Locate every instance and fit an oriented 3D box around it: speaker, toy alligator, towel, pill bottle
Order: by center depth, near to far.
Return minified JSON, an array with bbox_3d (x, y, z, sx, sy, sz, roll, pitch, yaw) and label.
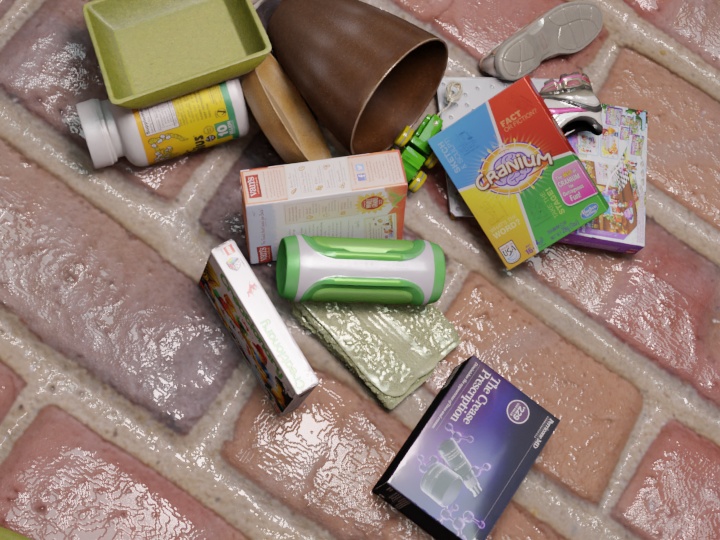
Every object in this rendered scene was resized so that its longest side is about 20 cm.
[{"bbox_3d":[0.000,0.000,1.652,0.199,0.088,0.089,2,72,-14],"label":"speaker"},{"bbox_3d":[-0.247,-0.195,1.675,0.199,0.113,0.113,-18,77,-9],"label":"pill bottle"},{"bbox_3d":[0.020,0.062,1.703,0.200,0.036,0.148,45,67,3],"label":"towel"},{"bbox_3d":[0.076,-0.166,1.779,0.059,0.054,0.201,36,69,-10],"label":"toy alligator"}]

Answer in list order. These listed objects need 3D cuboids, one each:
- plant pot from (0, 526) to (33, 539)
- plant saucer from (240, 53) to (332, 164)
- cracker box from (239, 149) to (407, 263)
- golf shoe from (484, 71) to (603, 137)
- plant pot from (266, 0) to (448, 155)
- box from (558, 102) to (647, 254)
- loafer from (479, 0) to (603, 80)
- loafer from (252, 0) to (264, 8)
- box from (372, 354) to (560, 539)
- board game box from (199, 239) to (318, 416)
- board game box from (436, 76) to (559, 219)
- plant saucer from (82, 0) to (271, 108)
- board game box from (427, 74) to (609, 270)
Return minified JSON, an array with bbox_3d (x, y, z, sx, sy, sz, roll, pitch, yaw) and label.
[{"bbox_3d":[-0.398,0.357,1.447,0.200,0.187,0.187,34,67,15],"label":"plant pot"},{"bbox_3d":[-0.099,-0.195,1.693,0.035,0.200,0.201,-30,80,11],"label":"plant saucer"},{"bbox_3d":[-0.046,-0.078,1.661,0.199,0.134,0.058,-8,60,-7],"label":"cracker box"},{"bbox_3d":[0.221,-0.188,1.760,0.199,0.073,0.093,-20,70,3],"label":"golf shoe"},{"bbox_3d":[-0.021,-0.276,1.741,0.200,0.187,0.187,39,67,18],"label":"plant pot"},{"bbox_3d":[0.315,-0.130,1.806,0.136,0.039,0.201,9,71,-10],"label":"box"},{"bbox_3d":[0.250,-0.324,1.870,0.199,0.063,0.072,-30,114,-26],"label":"loafer"},{"bbox_3d":[-0.144,-0.372,1.726,0.063,0.199,0.072,53,27,-26],"label":"loafer"},{"bbox_3d":[0.131,0.229,1.655,0.141,0.079,0.200,37,68,-2],"label":"box"},{"bbox_3d":[-0.125,0.072,1.616,0.035,0.126,0.201,-29,81,-20],"label":"board game box"},{"bbox_3d":[0.204,-0.165,1.826,0.199,0.026,0.201,-1,72,-14],"label":"board game box"},{"bbox_3d":[-0.221,-0.279,1.632,0.199,0.048,0.200,-20,50,-5],"label":"plant saucer"},{"bbox_3d":[0.202,-0.125,1.720,0.153,0.040,0.201,-32,92,17],"label":"board game box"}]
